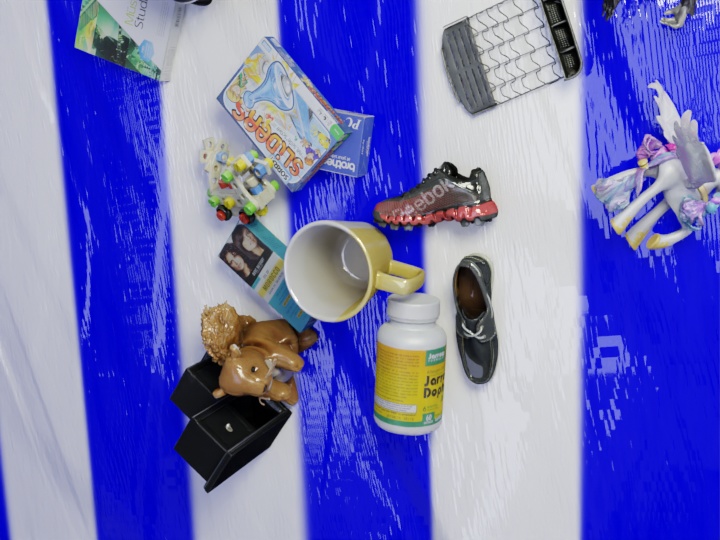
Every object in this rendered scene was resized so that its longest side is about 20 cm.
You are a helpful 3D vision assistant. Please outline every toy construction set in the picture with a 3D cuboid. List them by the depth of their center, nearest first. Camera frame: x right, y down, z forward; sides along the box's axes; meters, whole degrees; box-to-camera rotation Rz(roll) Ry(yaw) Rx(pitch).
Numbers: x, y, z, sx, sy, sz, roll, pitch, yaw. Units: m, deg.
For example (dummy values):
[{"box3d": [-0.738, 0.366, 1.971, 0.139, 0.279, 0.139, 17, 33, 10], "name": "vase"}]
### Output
[{"box3d": [-0.208, -0.147, 1.417, 0.199, 0.092, 0.132, 27, 149, 51], "name": "toy construction set"}]

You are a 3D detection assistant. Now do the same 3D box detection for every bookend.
[{"box3d": [-0.252, 0.241, 1.474, 0.199, 0.198, 0.093, 41, 115, 13], "name": "bookend"}]

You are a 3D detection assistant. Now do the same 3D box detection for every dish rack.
[{"box3d": [0.209, -0.318, 1.241, 0.197, 0.054, 0.156, -19, 91, 26], "name": "dish rack"}]

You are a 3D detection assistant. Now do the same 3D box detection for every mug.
[{"box3d": [-0.008, 0.002, 1.344, 0.187, 0.153, 0.150, 45, 113, 10], "name": "mug"}]

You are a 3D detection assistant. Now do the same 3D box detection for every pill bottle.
[{"box3d": [0.079, 0.142, 1.353, 0.111, 0.112, 0.204, 7, 102, 23], "name": "pill bottle"}]

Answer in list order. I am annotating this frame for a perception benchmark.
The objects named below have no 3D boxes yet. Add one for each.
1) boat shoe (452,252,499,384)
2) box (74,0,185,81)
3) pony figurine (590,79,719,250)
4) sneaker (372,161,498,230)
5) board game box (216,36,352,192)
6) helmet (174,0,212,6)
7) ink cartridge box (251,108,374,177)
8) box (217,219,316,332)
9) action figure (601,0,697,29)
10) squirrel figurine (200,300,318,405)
[{"box3d": [0.171, 0.079, 1.325, 0.070, 0.067, 0.204, 0, 101, 23], "name": "boat shoe"}, {"box3d": [-0.403, -0.431, 1.512, 0.197, 0.036, 0.147, 23, 108, 20], "name": "box"}, {"box3d": [0.413, -0.128, 1.147, 0.198, 0.168, 0.193, -33, 117, 22], "name": "pony figurine"}, {"box3d": [0.109, -0.113, 1.316, 0.197, 0.071, 0.100, -4, 98, 23], "name": "sneaker"}, {"box3d": [-0.122, -0.245, 1.365, 0.201, 0.034, 0.135, 50, 117, 7], "name": "board game box"}, {"box3d": [-0.256, -0.514, 1.342, 0.196, 0.190, 0.204, 5, 101, 24], "name": "helmet"}, {"box3d": [-0.079, -0.218, 1.397, 0.197, 0.044, 0.096, 15, 107, 21], "name": "ink cartridge box"}, {"box3d": [-0.142, 0.005, 1.464, 0.199, 0.049, 0.083, 41, 113, 12], "name": "box"}, {"box3d": [0.392, -0.385, 1.120, 0.196, 0.103, 0.120, -15, 61, -11], "name": "action figure"}, {"box3d": [-0.192, 0.145, 1.436, 0.198, 0.186, 0.143, 33, 111, 16], "name": "squirrel figurine"}]
